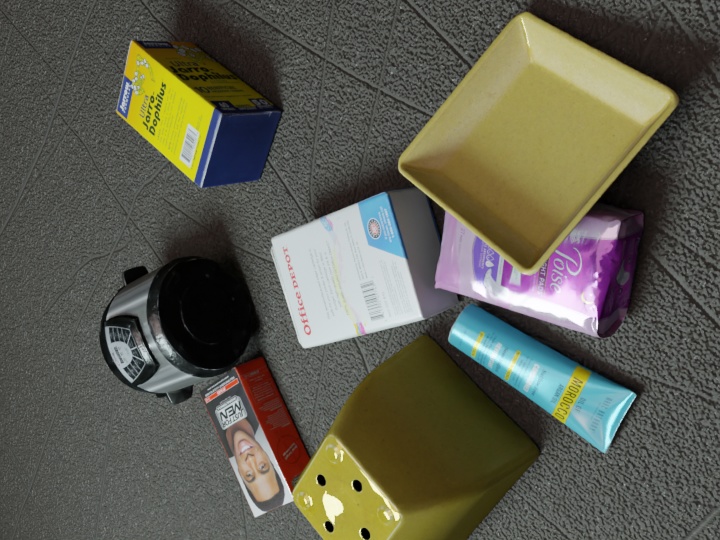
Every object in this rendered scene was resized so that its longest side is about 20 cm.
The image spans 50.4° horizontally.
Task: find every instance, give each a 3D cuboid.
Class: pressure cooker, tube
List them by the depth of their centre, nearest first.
[{"bbox_3d":[0.188,0.108,0.817,0.199,0.050,0.078,32,126,24],"label":"tube"},{"bbox_3d":[-0.275,0.088,1.109,0.199,0.178,0.178,-21,47,41],"label":"pressure cooker"}]

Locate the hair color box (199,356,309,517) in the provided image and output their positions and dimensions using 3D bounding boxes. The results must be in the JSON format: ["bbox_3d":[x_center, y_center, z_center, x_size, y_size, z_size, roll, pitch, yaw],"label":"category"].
[{"bbox_3d":[-0.147,0.241,1.111,0.101,0.061,0.202,-34,79,38],"label":"hair color box"}]

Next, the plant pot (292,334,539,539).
[{"bbox_3d":[0.041,0.228,0.862,0.195,0.199,0.195,44,124,22],"label":"plant pot"}]

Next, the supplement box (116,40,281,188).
[{"bbox_3d":[-0.221,-0.214,1.032,0.199,0.108,0.111,39,123,25],"label":"supplement box"}]

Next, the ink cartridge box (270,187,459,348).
[{"bbox_3d":[0.000,0.000,0.917,0.198,0.084,0.147,-17,89,39],"label":"ink cartridge box"}]

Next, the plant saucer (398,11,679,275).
[{"bbox_3d":[0.163,-0.118,0.724,0.201,0.048,0.200,-50,53,6],"label":"plant saucer"}]

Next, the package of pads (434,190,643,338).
[{"bbox_3d":[0.173,-0.018,0.775,0.198,0.075,0.122,18,112,35],"label":"package of pads"}]
